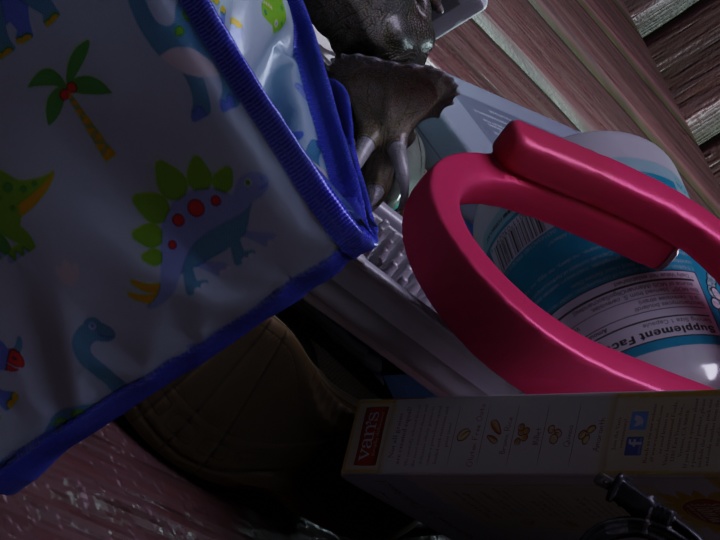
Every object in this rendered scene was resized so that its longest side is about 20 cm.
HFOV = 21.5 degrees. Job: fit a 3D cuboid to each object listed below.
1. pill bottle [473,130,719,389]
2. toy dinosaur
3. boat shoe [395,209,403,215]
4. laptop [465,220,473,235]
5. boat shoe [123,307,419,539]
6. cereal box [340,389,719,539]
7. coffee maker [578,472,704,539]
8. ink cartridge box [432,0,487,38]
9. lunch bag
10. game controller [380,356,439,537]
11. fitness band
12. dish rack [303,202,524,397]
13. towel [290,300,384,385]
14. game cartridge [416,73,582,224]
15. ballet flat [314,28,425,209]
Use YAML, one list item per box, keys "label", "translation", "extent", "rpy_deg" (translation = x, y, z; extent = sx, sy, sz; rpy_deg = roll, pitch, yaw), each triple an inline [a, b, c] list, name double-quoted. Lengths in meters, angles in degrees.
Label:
- label: "pill bottle"
  translation: [0.128, 0.039, 0.903]
  extent: [0.111, 0.110, 0.201]
  rpy_deg: [40, 27, -48]
- label: "toy dinosaur"
  translation: [-0.008, -0.130, 0.817]
  extent: [0.201, 0.077, 0.102]
  rpy_deg: [64, 6, -8]
- label: "boat shoe"
  translation: [0.006, -0.045, 1.085]
  extent: [0.065, 0.072, 0.201]
  rpy_deg: [46, 15, -33]
- label: "laptop"
  translation: [0.106, 0.037, 1.058]
  extent: [0.176, 0.104, 0.200]
  rpy_deg: [30, 10, -5]
- label: "boat shoe"
  translation: [-0.043, 0.050, 0.781]
  extent: [0.200, 0.073, 0.065]
  rpy_deg: [42, 6, -40]
- label: "cereal box"
  translation: [0.111, 0.089, 0.741]
  extent: [0.144, 0.199, 0.040]
  rpy_deg: [35, 61, -43]
- label: "coffee maker"
  translation: [0.096, 0.183, 0.722]
  extent: [0.135, 0.192, 0.200]
  rpy_deg: [46, 10, 17]
- label: "ink cartridge box"
  translation: [-0.002, -0.148, 1.079]
  extent: [0.047, 0.159, 0.200]
  rpy_deg: [55, 16, -15]
- label: "lunch bag"
  translation: [-0.100, -0.048, 0.590]
  extent: [0.127, 0.169, 0.201]
  rpy_deg: [26, 35, -61]
- label: "game controller"
  translation: [0.060, 0.079, 0.925]
  extent: [0.199, 0.042, 0.105]
  rpy_deg: [0, 44, -39]
- label: "fitness band"
  translation: [0.106, 0.011, 0.790]
  extent: [0.199, 0.037, 0.144]
  rpy_deg: [20, 39, -26]
- label: "dish rack"
  translation: [0.000, 0.000, 0.816]
  extent: [0.200, 0.044, 0.172]
  rpy_deg: [36, 9, -27]
- label: "towel"
  translation: [-0.051, -0.029, 0.911]
  extent: [0.147, 0.024, 0.200]
  rpy_deg: [40, 16, -19]
- label: "game cartridge"
  translation: [0.106, -0.050, 1.101]
  extent: [0.199, 0.041, 0.134]
  rpy_deg: [18, 24, -40]
- label: "ballet flat"
  translation: [-0.048, -0.104, 0.958]
  extent: [0.200, 0.067, 0.064]
  rpy_deg: [43, 24, -3]
